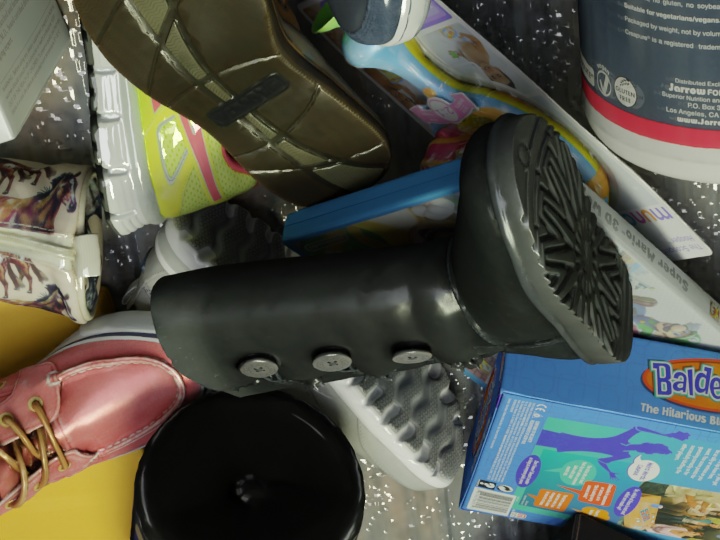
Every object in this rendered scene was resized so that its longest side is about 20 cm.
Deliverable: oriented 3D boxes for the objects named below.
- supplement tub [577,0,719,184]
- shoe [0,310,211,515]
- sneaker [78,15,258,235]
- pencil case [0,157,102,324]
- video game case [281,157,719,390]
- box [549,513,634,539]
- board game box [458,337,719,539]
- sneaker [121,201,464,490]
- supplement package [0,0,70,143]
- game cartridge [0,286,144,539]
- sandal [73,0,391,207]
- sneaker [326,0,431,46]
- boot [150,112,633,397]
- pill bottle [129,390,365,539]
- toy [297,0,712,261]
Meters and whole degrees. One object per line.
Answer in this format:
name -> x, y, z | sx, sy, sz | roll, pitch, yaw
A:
supplement tub -> 0.157, -0.150, 0.769 | 0.140, 0.141, 0.201 | -3, 122, 7
shoe -> -0.165, 0.088, 0.923 | 0.199, 0.091, 0.072 | -20, 113, 24
sneaker -> -0.086, -0.116, 0.864 | 0.090, 0.078, 0.201 | -6, 122, -7
pencil case -> -0.218, -0.024, 0.912 | 0.199, 0.089, 0.078 | 8, 105, 1
video game case -> 0.080, 0.012, 0.877 | 0.143, 0.018, 0.200 | -16, 141, 38
box -> 0.135, 0.230, 1.019 | 0.160, 0.044, 0.200 | 27, 134, -9
board game box -> 0.158, 0.091, 0.926 | 0.199, 0.045, 0.152 | 11, 151, 0
sneaker -> -0.032, 0.045, 0.954 | 0.200, 0.075, 0.082 | 41, 129, -8
supplement package -> -0.227, -0.155, 0.822 | 0.116, 0.117, 0.201 | -12, 118, 13
game cartridge -> -0.215, 0.087, 1.012 | 0.199, 0.032, 0.177 | -8, 118, 7
sandal -> -0.053, -0.103, 0.808 | 0.081, 0.055, 0.200 | -27, 135, 24
sneaker -> -0.060, -0.163, 0.697 | 0.146, 0.077, 0.203 | -26, 107, -24
boot -> 0.000, 0.001, 0.798 | 0.199, 0.066, 0.165 | -3, 148, 23
pill bottle -> -0.064, 0.153, 0.955 | 0.111, 0.112, 0.200 | 12, 147, -1
toy -> 0.054, -0.054, 0.857 | 0.200, 0.115, 0.047 | 44, 72, -15
